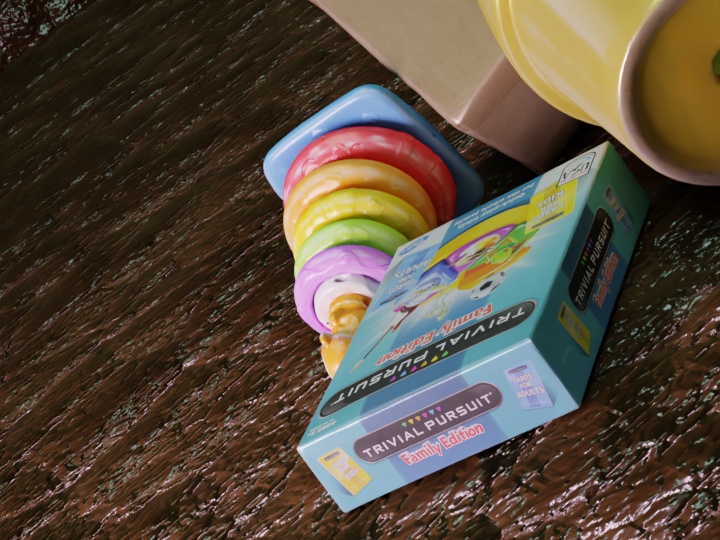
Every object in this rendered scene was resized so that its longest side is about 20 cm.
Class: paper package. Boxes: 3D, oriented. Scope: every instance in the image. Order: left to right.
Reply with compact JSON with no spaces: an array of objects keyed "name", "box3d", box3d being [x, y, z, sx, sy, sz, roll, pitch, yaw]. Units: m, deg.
[{"name":"paper package","box3d":[0.091,-0.195,1.417,0.201,0.103,0.191,-55,51,12]}]

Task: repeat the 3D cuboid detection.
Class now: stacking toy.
[{"name":"stacking toy","box3d":[0.000,0.000,1.357,0.109,0.116,0.201,-34,30,29]}]

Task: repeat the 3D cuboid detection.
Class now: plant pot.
[{"name":"plant pot","box3d":[0.173,-0.147,1.230,0.200,0.201,0.189,-34,33,9]}]

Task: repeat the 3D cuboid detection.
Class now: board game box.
[{"name":"board game box","box3d":[0.063,0.026,1.214,0.150,0.047,0.200,-27,19,31]}]
